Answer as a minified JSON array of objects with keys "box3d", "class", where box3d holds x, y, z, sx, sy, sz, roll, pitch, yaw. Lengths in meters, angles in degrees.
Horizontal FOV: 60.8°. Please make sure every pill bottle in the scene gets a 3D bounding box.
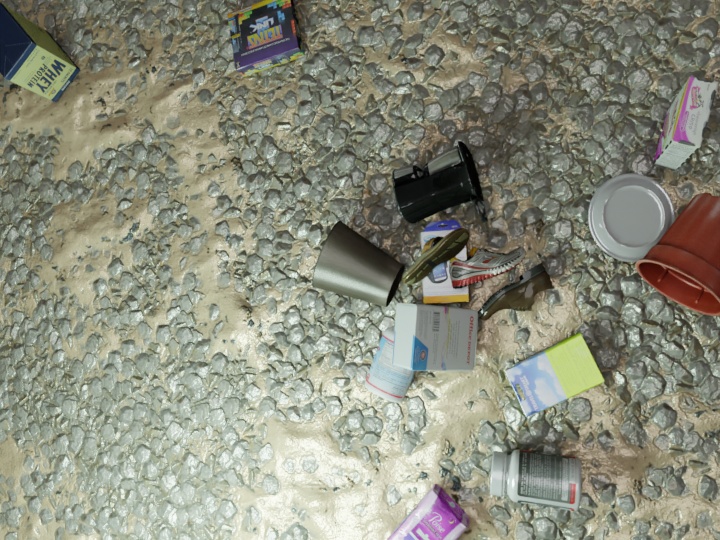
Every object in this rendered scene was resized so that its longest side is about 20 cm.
[{"box3d":[0.399,0.475,1.405,0.194,0.114,0.118,4,87,16],"class":"pill bottle"},{"box3d":[0.092,0.211,1.516,0.106,0.109,0.205,21,91,16],"class":"pill bottle"}]

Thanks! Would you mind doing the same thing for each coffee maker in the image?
[{"box3d":[0.186,-0.190,1.490,0.196,0.134,0.197,-21,52,24],"class":"coffee maker"}]

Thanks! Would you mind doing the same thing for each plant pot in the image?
[{"box3d":[0.734,-0.043,1.321,0.199,0.201,0.197,34,86,15],"class":"plant pot"}]

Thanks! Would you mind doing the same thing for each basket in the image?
[{"box3d":[0.000,0.000,1.550,0.196,0.136,0.184,25,94,12],"class":"basket"}]

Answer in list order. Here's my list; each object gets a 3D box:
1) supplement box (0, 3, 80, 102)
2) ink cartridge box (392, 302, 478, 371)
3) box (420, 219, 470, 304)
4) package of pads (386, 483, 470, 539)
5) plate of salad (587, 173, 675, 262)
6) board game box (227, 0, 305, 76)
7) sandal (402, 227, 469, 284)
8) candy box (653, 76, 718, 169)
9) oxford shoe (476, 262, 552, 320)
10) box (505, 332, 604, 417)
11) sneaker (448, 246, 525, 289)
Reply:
[{"box3d":[-1.001,-0.651,1.845,0.134,0.199,0.200,-45,76,7],"class":"supplement box"},{"box3d":[0.179,0.158,1.450,0.084,0.196,0.149,1,84,57],"class":"ink cartridge box"},{"box3d":[0.211,-0.020,1.537,0.115,0.041,0.207,-3,83,15],"class":"box"},{"box3d":[0.159,0.634,1.481,0.120,0.076,0.201,42,97,12],"class":"package of pads"},{"box3d":[0.625,-0.121,1.423,0.194,0.048,0.207,0,85,5],"class":"plate of salad"},{"box3d":[-0.265,-0.657,1.712,0.195,0.057,0.170,-13,81,14],"class":"board game box"},{"box3d":[0.176,-0.044,1.498,0.199,0.080,0.055,-39,55,14],"class":"sandal"},{"box3d":[0.702,-0.314,1.336,0.059,0.200,0.140,16,89,15],"class":"candy box"},{"box3d":[0.369,0.071,1.468,0.198,0.073,0.086,-34,82,12],"class":"oxford shoe"},{"box3d":[0.453,0.245,1.442,0.197,0.048,0.124,-28,78,12],"class":"box"},{"box3d":[0.304,-0.023,1.470,0.195,0.078,0.084,-17,85,-7],"class":"sneaker"}]
